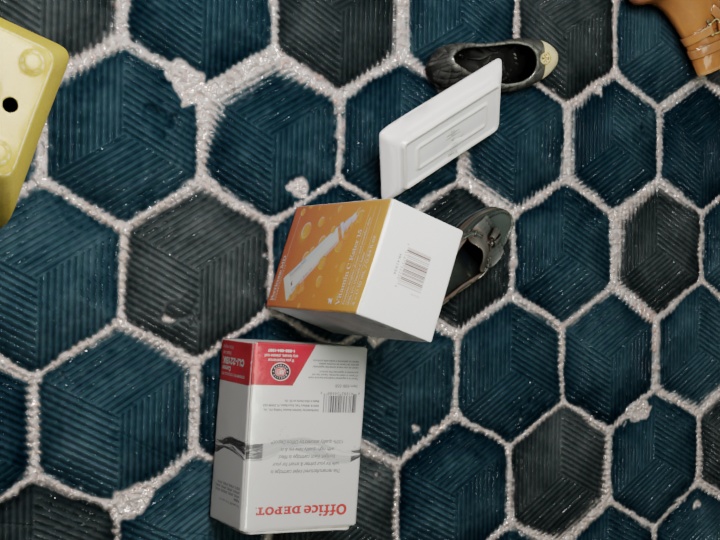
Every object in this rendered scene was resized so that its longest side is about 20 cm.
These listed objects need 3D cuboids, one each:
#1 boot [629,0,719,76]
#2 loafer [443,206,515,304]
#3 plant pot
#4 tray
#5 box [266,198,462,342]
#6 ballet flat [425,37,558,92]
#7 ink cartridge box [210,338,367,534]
[{"bbox_3d":[0.453,-0.346,1.560,0.200,0.077,0.156,-22,106,-37],"label":"boot"},{"bbox_3d":[0.127,-0.008,1.359,0.200,0.063,0.072,-41,110,-25],"label":"loafer"},{"bbox_3d":[-0.366,-0.147,0.976,0.194,0.200,0.196,23,79,-30],"label":"plant pot"},{"bbox_3d":[0.103,-0.164,1.333,0.200,0.022,0.108,-34,144,-26],"label":"tray"},{"bbox_3d":[0.000,0.000,1.201,0.097,0.200,0.125,22,78,-29],"label":"box"},{"bbox_3d":[0.171,-0.254,1.388,0.200,0.057,0.067,-12,98,-31],"label":"ballet flat"},{"bbox_3d":[-0.078,0.178,1.223,0.144,0.084,0.201,5,87,-32],"label":"ink cartridge box"}]
